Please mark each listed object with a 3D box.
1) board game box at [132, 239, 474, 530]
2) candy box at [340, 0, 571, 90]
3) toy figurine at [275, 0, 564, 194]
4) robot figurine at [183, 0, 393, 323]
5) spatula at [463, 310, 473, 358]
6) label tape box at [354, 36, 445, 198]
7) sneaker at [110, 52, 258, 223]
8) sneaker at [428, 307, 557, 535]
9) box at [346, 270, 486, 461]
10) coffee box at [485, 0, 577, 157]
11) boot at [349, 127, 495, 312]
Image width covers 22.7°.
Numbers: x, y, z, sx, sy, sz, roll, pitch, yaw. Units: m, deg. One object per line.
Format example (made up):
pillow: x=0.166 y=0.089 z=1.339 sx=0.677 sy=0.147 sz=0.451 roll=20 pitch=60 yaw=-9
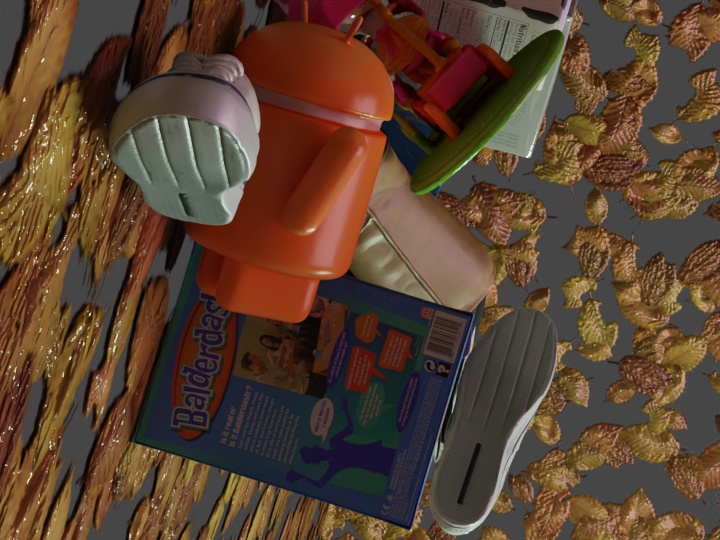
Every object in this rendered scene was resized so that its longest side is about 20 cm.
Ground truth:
board game box: x=-0.038 y=0.074 z=1.220 sx=0.045 sy=0.198 sz=0.153 roll=66 pitch=41 yaw=-84
candy box: x=0.069 y=-0.240 z=1.387 sx=0.168 sy=0.198 sz=0.072 roll=-69 pitch=174 yaw=-45
toy figurine: x=0.021 y=-0.172 z=1.247 sx=0.150 sy=0.184 sz=0.200 roll=-47 pitch=-171 yaw=2
robot figurine: x=-0.044 y=-0.071 z=1.146 sx=0.144 sy=0.116 sz=0.202 roll=-17 pitch=123 yaw=-76
spatula: x=-0.008 y=0.034 z=1.448 sx=0.021 sy=0.198 sz=0.057 roll=52 pitch=44 yaw=-82
label tape box: x=0.018 y=-0.153 z=1.424 sx=0.066 sy=0.142 sz=0.201 roll=101 pitch=7 yaw=-60
sneaker: x=-0.086 y=-0.078 z=0.905 sx=0.200 sy=0.072 sz=0.071 roll=128 pitch=-30 yaw=-78
sneaker: x=0.103 y=0.124 z=1.477 sx=0.201 sy=0.073 sz=0.071 roll=-63 pitch=177 yaw=-19
box: x=-0.005 y=0.055 z=1.525 sx=0.104 sy=0.198 sz=0.149 roll=90 pitch=17 yaw=-66
coffee box: x=0.161 y=-0.294 z=2.283 sx=0.198 sy=0.198 sz=0.201 roll=-66 pitch=171 yaw=-58
boot: x=0.000 y=0.000 z=1.343 sx=0.175 sy=0.066 sz=0.200 roll=-41 pitch=136 yaw=-1
